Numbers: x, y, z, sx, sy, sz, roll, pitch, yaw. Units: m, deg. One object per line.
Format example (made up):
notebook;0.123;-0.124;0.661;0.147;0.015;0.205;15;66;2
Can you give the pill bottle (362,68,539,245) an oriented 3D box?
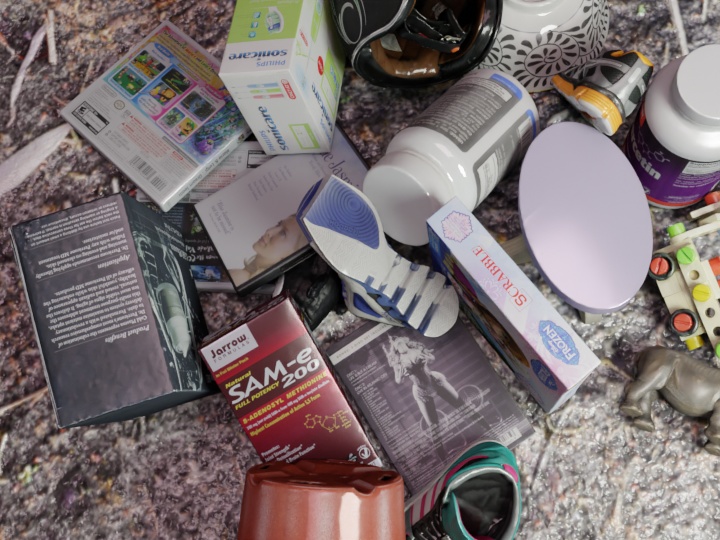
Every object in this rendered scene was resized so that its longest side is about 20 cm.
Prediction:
pill bottle;0.097;-0.121;0.925;0.113;0.114;0.200;36;55;15

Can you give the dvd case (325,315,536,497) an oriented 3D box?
dvd case;0.073;0.131;0.943;0.148;0.016;0.201;-32;74;-2

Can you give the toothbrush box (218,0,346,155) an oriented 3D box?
toothbrush box;-0.078;-0.255;0.980;0.085;0.146;0.202;1;62;17

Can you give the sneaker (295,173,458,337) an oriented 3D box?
sneaker;0.001;0.000;0.913;0.199;0.115;0.081;44;66;-15

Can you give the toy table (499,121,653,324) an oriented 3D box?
toy table;0.229;-0.042;0.922;0.181;0.117;0.203;-1;73;6

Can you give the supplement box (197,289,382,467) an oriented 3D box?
supplement box;-0.071;0.135;0.894;0.108;0.061;0.202;-30;99;-3

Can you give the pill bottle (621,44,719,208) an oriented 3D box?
pill bottle;0.340;-0.147;0.896;0.111;0.200;0.114;-2;73;6

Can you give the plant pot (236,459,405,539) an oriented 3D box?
plant pot;-0.037;0.283;0.795;0.198;0.201;0.198;3;87;7

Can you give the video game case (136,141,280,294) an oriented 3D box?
video game case;-0.170;-0.065;1.024;0.197;0.023;0.184;2;74;6

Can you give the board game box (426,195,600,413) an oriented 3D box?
board game box;0.145;0.043;0.865;0.041;0.200;0.200;-38;73;-4

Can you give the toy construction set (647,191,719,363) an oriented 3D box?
toy construction set;0.379;0.011;0.903;0.130;0.092;0.202;-24;63;25

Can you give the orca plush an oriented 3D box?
orca plush;-0.071;0.024;0.943;0.199;0.071;0.106;-40;89;-15

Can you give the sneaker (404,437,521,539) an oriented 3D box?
sneaker;0.087;0.254;0.843;0.083;0.121;0.200;41;86;0

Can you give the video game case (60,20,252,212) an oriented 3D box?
video game case;-0.234;-0.192;1.048;0.200;0.024;0.182;40;75;21

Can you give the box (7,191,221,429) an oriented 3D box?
box;-0.241;0.047;0.891;0.122;0.200;0.199;-16;82;2

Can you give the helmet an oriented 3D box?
helmet;0.058;-0.319;0.951;0.197;0.200;0.193;-4;76;5

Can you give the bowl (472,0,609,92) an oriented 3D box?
bowl;0.199;-0.323;1.018;0.198;0.094;0.204;-2;73;6

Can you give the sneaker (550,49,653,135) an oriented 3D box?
sneaker;0.262;-0.197;0.929;0.078;0.200;0.077;39;105;-11

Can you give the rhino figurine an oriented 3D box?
rhino figurine;0.366;0.138;0.885;0.198;0.060;0.088;18;66;8

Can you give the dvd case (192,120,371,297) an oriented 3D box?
dvd case;-0.078;-0.073;0.974;0.199;0.018;0.143;-31;55;-4
